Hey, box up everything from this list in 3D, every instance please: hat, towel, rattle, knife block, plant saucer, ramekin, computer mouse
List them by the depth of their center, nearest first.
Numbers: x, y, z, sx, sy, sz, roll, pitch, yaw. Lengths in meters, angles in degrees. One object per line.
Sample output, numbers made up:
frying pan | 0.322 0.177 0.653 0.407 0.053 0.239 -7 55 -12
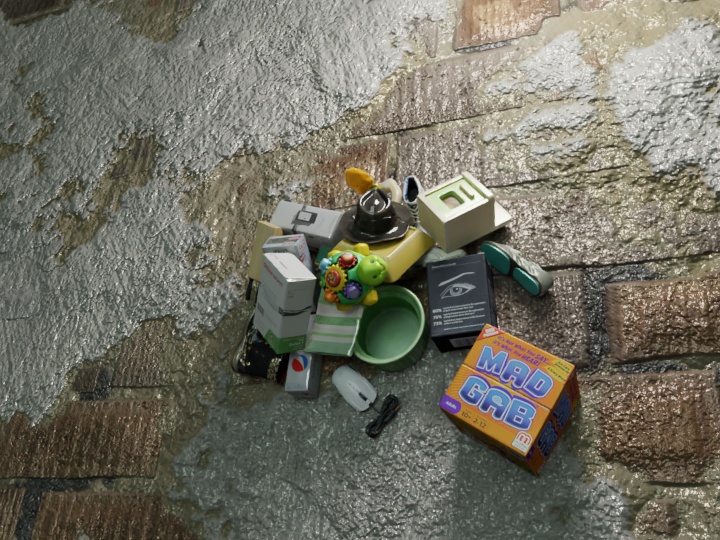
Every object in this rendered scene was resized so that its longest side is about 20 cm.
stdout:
computer mouse | -0.003 0.295 1.614 0.110 0.044 0.200 -48 57 -6
ramekin | 0.070 0.145 1.631 0.198 0.098 0.201 -10 60 18
towel | -0.056 0.107 1.640 0.152 0.023 0.201 -2 64 40
plant saucer | 0.049 -0.066 1.650 0.199 0.049 0.200 20 43 31
hat | 0.034 -0.149 1.657 0.199 0.081 0.201 -5 35 4
rattle | 0.039 -0.166 1.778 0.129 0.143 0.201 -15 55 25
knife block | -0.259 -0.005 1.796 0.064 0.201 0.176 20 59 28

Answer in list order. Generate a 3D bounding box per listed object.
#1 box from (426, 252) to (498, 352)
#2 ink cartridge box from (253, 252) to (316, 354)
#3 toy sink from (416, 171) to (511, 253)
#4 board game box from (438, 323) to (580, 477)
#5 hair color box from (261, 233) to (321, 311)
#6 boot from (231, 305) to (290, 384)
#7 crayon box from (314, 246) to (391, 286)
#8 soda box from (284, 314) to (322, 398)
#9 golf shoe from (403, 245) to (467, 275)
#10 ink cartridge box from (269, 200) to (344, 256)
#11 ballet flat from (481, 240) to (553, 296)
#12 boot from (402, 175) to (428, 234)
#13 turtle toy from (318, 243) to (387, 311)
box | 0.240 0.076 1.594 0.147 0.104 0.201 -9 60 19
ink cartridge box | -0.185 0.075 1.638 0.146 0.084 0.201 42 128 47
toy sink | 0.258 -0.156 1.665 0.199 0.113 0.131 -25 46 -12
board game box | 0.314 0.270 1.402 0.199 0.200 0.201 26 75 31
hair color box | -0.172 0.010 1.743 0.098 0.201 0.061 -3 31 21
boot | -0.236 0.188 1.750 0.150 0.073 0.201 16 74 30
crayon box | 0.000 0.000 1.719 0.199 0.126 0.052 14 77 27
soda box | -0.136 0.214 1.698 0.063 0.068 0.201 -4 63 21
golf shoe | 0.165 -0.047 1.690 0.198 0.078 0.098 -8 78 16
ink cartridge box | -0.124 -0.103 1.816 0.199 0.145 0.084 13 69 28
ballet flat | 0.376 -0.012 1.620 0.063 0.068 0.200 -27 52 -27
boot | 0.140 -0.146 1.758 0.073 0.096 0.201 -13 61 15
turtle toy | -0.018 0.012 1.545 0.199 0.101 0.147 -15 83 33
